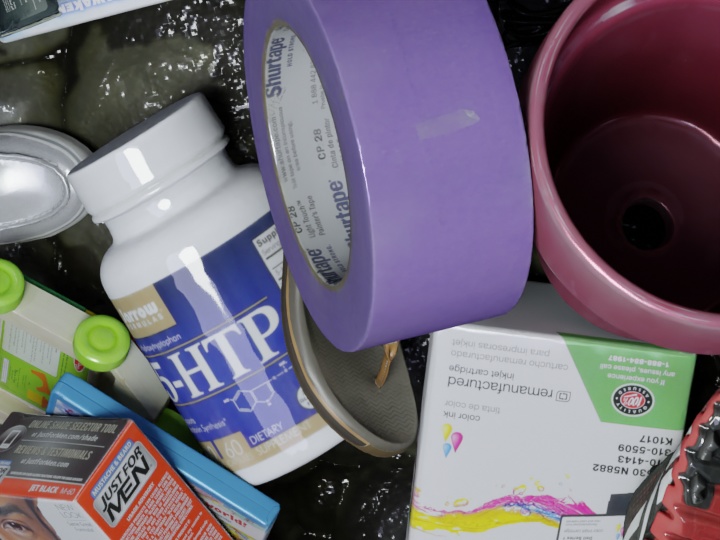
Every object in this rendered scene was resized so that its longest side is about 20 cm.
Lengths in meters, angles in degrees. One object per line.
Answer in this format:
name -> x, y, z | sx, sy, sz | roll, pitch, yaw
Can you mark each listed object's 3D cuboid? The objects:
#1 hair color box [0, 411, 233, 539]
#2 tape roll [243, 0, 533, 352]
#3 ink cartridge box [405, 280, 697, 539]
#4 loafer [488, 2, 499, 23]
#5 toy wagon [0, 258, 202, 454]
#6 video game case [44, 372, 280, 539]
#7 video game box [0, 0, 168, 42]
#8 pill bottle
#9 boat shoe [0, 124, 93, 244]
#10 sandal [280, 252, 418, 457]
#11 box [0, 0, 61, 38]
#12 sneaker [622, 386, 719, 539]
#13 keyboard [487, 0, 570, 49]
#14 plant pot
hair color box -> -0.123, 0.168, 1.511 | 0.111, 0.064, 0.200 | 0, 135, 46
tape roll -> 0.011, -0.066, 1.334 | 0.084, 0.200, 0.201 | -13, 109, -16
ink cartridge box -> 0.102, 0.114, 1.491 | 0.144, 0.084, 0.201 | 7, 111, 1
loafer -> 0.049, -0.160, 1.434 | 0.072, 0.073, 0.200 | 41, 125, -12
toy wagon -> -0.167, 0.071, 1.560 | 0.199, 0.040, 0.155 | 27, 146, 5
video game case -> -0.127, 0.142, 1.558 | 0.143, 0.018, 0.200 | 32, 151, 4
video game box -> -0.133, -0.236, 1.468 | 0.199, 0.047, 0.183 | -11, 103, 21
pill bottle -> -0.076, 0.009, 1.499 | 0.119, 0.120, 0.201 | -28, 99, 23
boat shoe -> -0.251, -0.044, 1.560 | 0.199, 0.069, 0.072 | 3, 110, 16
sandal -> 0.000, 0.000, 1.447 | 0.054, 0.081, 0.201 | -15, 78, 43
box -> -0.256, -0.221, 1.472 | 0.158, 0.046, 0.201 | -2, 111, 49
sneaker -> 0.185, 0.112, 1.391 | 0.070, 0.098, 0.201 | 20, 112, -7
keyboard -> 0.131, -0.160, 1.378 | 0.199, 0.040, 0.105 | -6, 121, -6
plant pot -> 0.165, -0.046, 1.354 | 0.199, 0.179, 0.201 | 2, 76, -7
